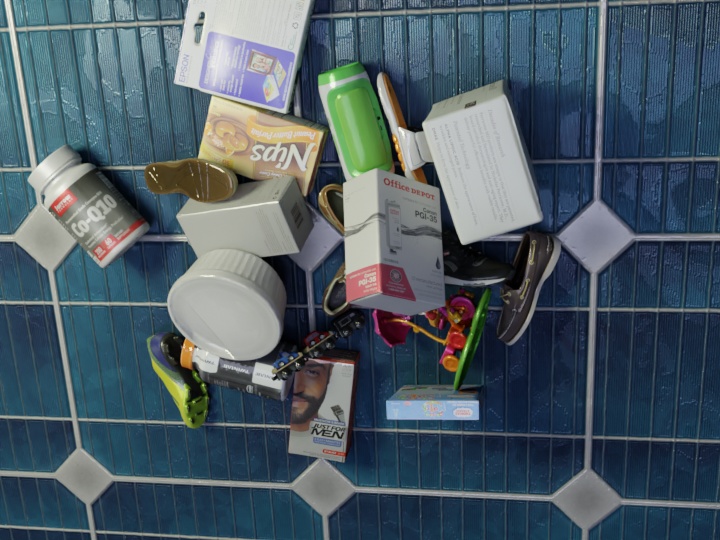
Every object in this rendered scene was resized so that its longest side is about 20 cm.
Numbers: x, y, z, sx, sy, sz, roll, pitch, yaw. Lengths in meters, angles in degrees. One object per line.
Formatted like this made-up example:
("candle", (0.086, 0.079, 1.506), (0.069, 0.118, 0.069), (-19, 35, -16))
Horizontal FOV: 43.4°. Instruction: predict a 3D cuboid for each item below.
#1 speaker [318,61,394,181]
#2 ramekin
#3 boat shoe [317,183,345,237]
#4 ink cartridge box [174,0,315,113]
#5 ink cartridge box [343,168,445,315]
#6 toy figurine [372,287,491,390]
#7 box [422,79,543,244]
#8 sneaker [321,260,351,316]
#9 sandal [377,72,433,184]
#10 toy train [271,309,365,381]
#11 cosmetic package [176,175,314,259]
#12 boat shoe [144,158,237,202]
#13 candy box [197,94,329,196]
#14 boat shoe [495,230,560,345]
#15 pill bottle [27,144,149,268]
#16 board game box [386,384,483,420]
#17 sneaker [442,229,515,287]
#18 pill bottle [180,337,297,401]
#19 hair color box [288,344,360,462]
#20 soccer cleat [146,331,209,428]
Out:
("speaker", (-0.005, -0.232, 1.478), (0.088, 0.089, 0.201), (-13, 105, 14))
("ramekin", (-0.218, 0.052, 1.535), (0.201, 0.095, 0.203), (9, 134, 10))
("boat shoe", (0.007, -0.066, 1.494), (0.200, 0.074, 0.076), (39, 88, 0))
("ink cartridge box", (-0.189, -0.378, 1.475), (0.199, 0.043, 0.200), (15, 104, 4))
("ink cartridge box", (0.052, -0.043, 1.411), (0.083, 0.146, 0.202), (-19, 66, 46))
("toy figurine", (0.111, 0.083, 1.534), (0.183, 0.150, 0.201), (20, 132, 12))
("box", (0.193, -0.172, 1.402), (0.130, 0.199, 0.201), (-16, 104, 14))
("sneaker", (0.000, 0.000, 1.558), (0.070, 0.076, 0.201), (31, 110, -2))
("sandal", (0.084, -0.227, 1.467), (0.059, 0.079, 0.208), (-17, 103, 17))
("toy train", (-0.077, 0.128, 1.583), (0.199, 0.034, 0.046), (-34, 89, -21))
("cosmetic package", (-0.194, -0.083, 1.529), (0.199, 0.085, 0.108), (-4, 126, 23))
("boat shoe", (-0.275, -0.157, 1.524), (0.199, 0.065, 0.073), (6, 108, 35))
("candy box", (-0.164, -0.213, 1.526), (0.199, 0.055, 0.116), (18, 111, 3))
("boat shoe", (0.268, 0.029, 1.519), (0.059, 0.072, 0.201), (17, 107, -18))
("pill bottle", (-0.476, -0.113, 1.582), (0.114, 0.114, 0.200), (-39, 98, 19))
("board game box", (0.132, 0.223, 1.544), (0.150, 0.200, 0.037), (-1, 89, 10))
("sneaker", (0.159, -0.023, 1.505), (0.199, 0.076, 0.088), (3, 102, 28))
("pill bottle", (-0.220, 0.163, 1.635), (0.198, 0.106, 0.107), (13, 110, 5))
("hair color box", (-0.067, 0.243, 1.658), (0.110, 0.064, 0.202), (8, 108, 8))
("soccer cleat", (-0.344, 0.204, 1.704), (0.083, 0.065, 0.201), (0, 116, 41))
